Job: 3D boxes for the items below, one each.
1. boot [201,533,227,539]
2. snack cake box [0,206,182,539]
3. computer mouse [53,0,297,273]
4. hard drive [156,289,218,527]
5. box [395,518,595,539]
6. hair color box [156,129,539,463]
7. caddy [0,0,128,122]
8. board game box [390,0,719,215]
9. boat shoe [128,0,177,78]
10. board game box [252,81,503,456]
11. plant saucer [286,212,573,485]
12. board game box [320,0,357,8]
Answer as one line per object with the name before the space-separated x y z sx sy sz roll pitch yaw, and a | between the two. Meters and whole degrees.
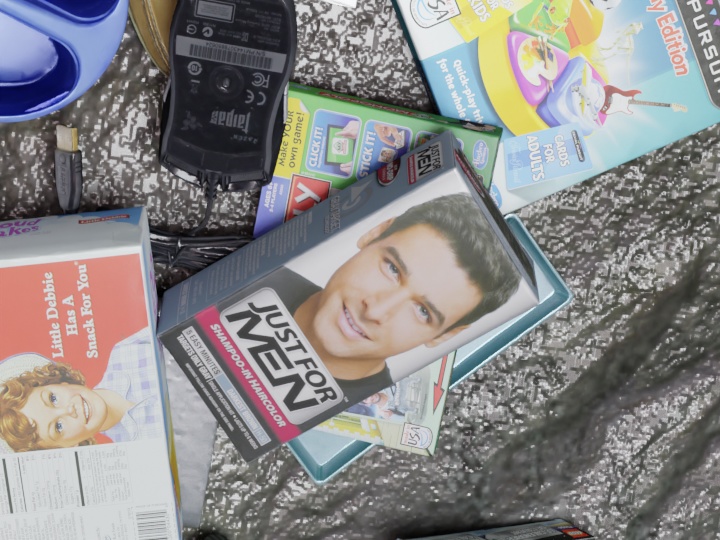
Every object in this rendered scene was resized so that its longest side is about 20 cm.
boot | -0.087 0.267 1.522 0.130 0.068 0.200 -35 106 15
snack cake box | -0.170 0.072 1.407 0.114 0.067 0.202 -5 112 -1
computer mouse | -0.107 -0.091 1.402 0.139 0.046 0.201 5 116 3
hard drive | -0.184 0.073 1.468 0.198 0.033 0.141 9 102 -9
box | 0.073 0.262 1.513 0.136 0.040 0.202 -3 106 -36
hair color box | -0.007 0.016 1.391 0.199 0.061 0.099 -29 112 12
caddy | -0.228 -0.171 1.366 0.199 0.105 0.142 26 98 -12
board game box | 0.134 -0.139 1.451 0.199 0.047 0.152 -23 105 -1
boat shoe | -0.108 -0.202 1.389 0.071 0.076 0.202 -11 106 -7
board game box | 0.000 0.000 1.443 0.133 0.029 0.202 12 105 5
plant saucer | 0.033 0.048 1.498 0.199 0.019 0.070 -37 104 2
board game box | 0.002 -0.255 1.365 0.034 0.126 0.201 14 102 -10
